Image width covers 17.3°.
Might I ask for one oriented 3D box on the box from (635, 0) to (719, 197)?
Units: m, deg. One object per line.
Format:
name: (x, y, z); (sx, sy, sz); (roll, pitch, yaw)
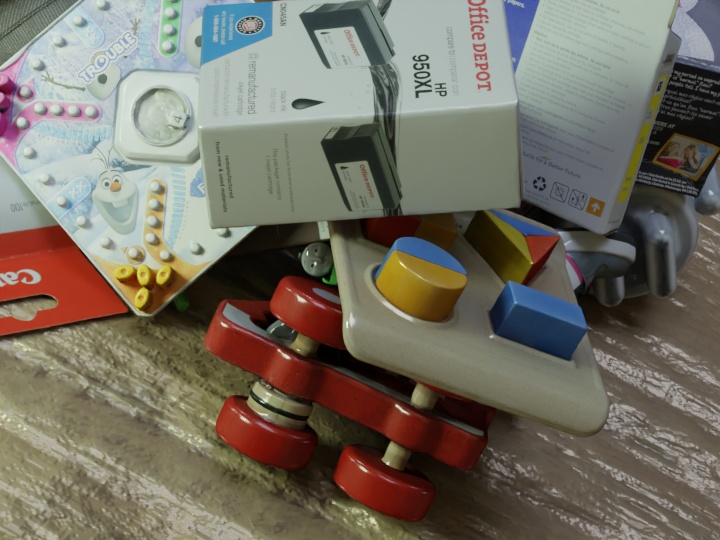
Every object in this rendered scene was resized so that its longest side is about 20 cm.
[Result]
box: (0.200, -0.168, 1.783); (0.132, 0.115, 0.200); (12, 34, -15)

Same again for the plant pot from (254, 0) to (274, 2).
plant pot: (-0.038, -0.189, 1.847); (0.200, 0.028, 0.200); (-1, 63, 3)

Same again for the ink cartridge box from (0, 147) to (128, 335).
ink cartridge box: (-0.264, -0.040, 1.583); (0.162, 0.057, 0.200); (-11, 42, -42)

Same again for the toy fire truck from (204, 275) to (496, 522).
toy fire truck: (-0.005, 0.072, 1.553); (0.200, 0.112, 0.168); (24, 9, -1)

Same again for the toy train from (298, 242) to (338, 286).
toy train: (0.000, 0.000, 1.616); (0.056, 0.042, 0.200); (14, -1, 10)

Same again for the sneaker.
sneaker: (0.120, 0.031, 1.664); (0.200, 0.121, 0.084); (-1, -3, -39)

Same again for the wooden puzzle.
wooden puzzle: (0.070, 0.004, 1.504); (0.185, 0.046, 0.200); (20, 33, -19)

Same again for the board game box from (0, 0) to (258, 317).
board game box: (-0.135, -0.105, 1.598); (0.200, 0.200, 0.026); (49, -4, 7)

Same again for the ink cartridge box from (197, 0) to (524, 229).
ink cartridge box: (0.000, -0.106, 1.504); (0.199, 0.084, 0.145); (-4, 38, 1)

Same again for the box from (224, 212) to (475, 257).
box: (-0.010, -0.070, 1.644); (0.200, 0.100, 0.075); (-9, 0, 6)

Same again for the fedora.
fedora: (-0.219, -0.171, 1.701); (0.177, 0.200, 0.090); (-33, 93, -15)

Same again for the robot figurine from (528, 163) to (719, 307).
robot figurine: (0.197, -0.058, 1.835); (0.169, 0.113, 0.200); (-7, 37, -2)

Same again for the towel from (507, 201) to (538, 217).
towel: (0.070, -0.106, 1.822); (0.200, 0.147, 0.022); (50, -1, 33)

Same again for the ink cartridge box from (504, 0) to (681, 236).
ink cartridge box: (0.121, -0.154, 1.665); (0.197, 0.200, 0.047); (25, 18, 22)

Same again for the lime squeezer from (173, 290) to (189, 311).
lime squeezer: (-0.130, -0.042, 1.692); (0.071, 0.038, 0.200); (51, 28, -18)
